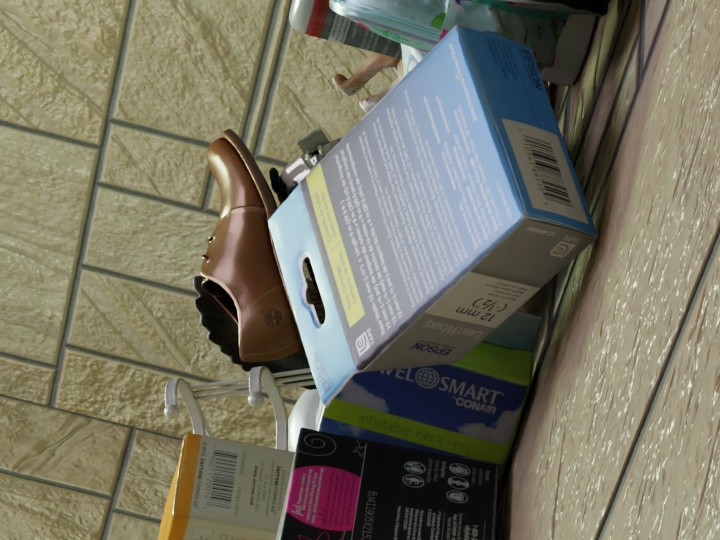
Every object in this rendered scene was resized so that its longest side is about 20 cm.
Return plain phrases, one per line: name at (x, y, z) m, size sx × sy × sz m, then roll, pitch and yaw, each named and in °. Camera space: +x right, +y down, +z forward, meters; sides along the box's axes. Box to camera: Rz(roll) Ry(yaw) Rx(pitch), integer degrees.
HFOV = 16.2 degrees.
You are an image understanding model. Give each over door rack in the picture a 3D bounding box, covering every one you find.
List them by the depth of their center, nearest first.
over door rack at (-0.041, 0.147, 1.852) m, size 0.200 × 0.148 × 0.067 m, roll 63°, pitch -153°, yaw -43°

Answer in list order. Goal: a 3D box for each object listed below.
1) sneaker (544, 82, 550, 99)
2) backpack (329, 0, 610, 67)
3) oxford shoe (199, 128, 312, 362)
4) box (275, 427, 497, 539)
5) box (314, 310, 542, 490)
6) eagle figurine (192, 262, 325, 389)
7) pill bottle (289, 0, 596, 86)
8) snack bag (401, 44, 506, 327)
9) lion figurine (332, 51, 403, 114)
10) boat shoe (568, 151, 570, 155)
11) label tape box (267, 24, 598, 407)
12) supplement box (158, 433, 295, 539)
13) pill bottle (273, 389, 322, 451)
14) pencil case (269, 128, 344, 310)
sneaker at (0.106, -0.157, 1.893) m, size 0.082 × 0.075 × 0.200 m, roll 111°, pitch 172°, yaw -54°
backpack at (0.055, -0.212, 1.580) m, size 0.151 × 0.200 × 0.178 m, roll -67°, pitch -18°, yaw 12°
oxford shoe at (-0.086, -0.020, 1.800) m, size 0.071 × 0.071 × 0.200 m, roll 71°, pitch 180°, yaw -52°
box at (0.009, 0.202, 1.499) m, size 0.200 × 0.132 × 0.115 m, roll -81°, pitch 2°, yaw -61°
box at (0.032, 0.108, 1.590) m, size 0.048 × 0.122 × 0.200 m, roll -77°, pitch 2°, yaw -62°
eagle figurine at (-0.008, 0.020, 1.881) m, size 0.152 × 0.200 × 0.151 m, roll 49°, pitch -135°, yaw -71°
pill bottle at (0.059, -0.195, 1.733) m, size 0.116 × 0.200 × 0.116 m, roll -165°, pitch 90°, yaw -86°
snack bag at (0.066, -0.043, 1.638) m, size 0.200 × 0.021 × 0.189 m, roll -121°, pitch 23°, yaw -57°
lion figurine at (0.049, -0.138, 1.813) m, size 0.122 × 0.072 × 0.200 m, roll -37°, pitch 41°, yaw 13°
boat shoe at (0.089, -0.049, 1.718) m, size 0.200 × 0.074 × 0.066 m, roll 124°, pitch 165°, yaw -82°
label tape box at (0.038, -0.026, 1.506) m, size 0.200 × 0.066 × 0.143 m, roll -45°, pitch 49°, yaw 37°
supplement box at (-0.040, 0.193, 1.797) m, size 0.126 × 0.200 × 0.074 m, roll 109°, pitch 170°, yaw -51°
pill bottle at (-0.009, 0.146, 1.991) m, size 0.200 × 0.112 × 0.112 m, roll 117°, pitch 168°, yaw -60°
pencil case at (0.000, 0.000, 1.767) m, size 0.089 × 0.078 × 0.200 m, roll 40°, pitch -156°, yaw -54°
